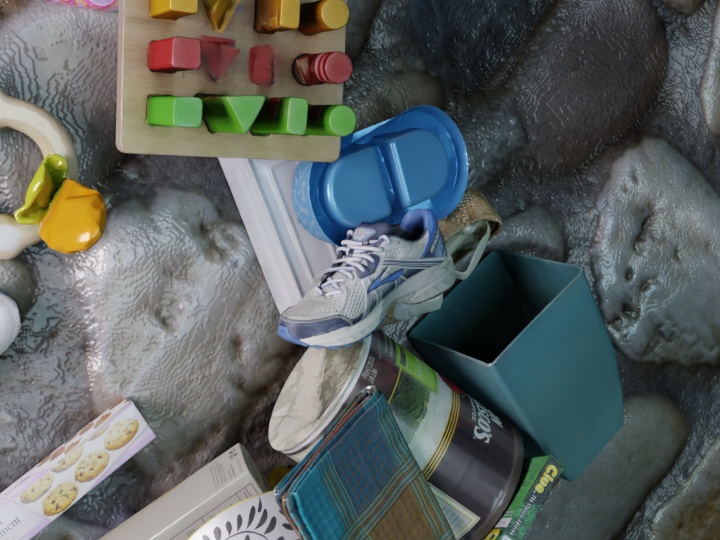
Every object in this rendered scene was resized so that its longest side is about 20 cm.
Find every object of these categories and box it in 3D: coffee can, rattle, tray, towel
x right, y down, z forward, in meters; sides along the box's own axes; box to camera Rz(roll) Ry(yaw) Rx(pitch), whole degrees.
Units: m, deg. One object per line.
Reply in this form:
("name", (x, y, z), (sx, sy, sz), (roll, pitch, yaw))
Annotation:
("coffee can", (0.033, 0.156, 1.003), (0.199, 0.146, 0.147), (36, 77, -18))
("rattle", (-0.297, -0.100, 0.829), (0.129, 0.143, 0.202), (-29, 114, -4))
("tray", (-0.057, -0.050, 1.022), (0.107, 0.022, 0.202), (-28, 106, -25))
("towel", (0.019, 0.216, 0.882), (0.147, 0.022, 0.202), (-45, 113, -44))

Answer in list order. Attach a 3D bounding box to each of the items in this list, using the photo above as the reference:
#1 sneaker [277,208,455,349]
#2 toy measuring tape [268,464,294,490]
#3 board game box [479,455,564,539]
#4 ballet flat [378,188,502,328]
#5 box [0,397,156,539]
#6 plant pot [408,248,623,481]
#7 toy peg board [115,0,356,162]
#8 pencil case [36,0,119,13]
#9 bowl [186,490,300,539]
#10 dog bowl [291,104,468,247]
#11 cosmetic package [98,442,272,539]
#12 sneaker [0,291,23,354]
("sneaker", (0.000, 0.000, 0.952), (0.199, 0.077, 0.086), (-29, 121, -36))
("toy measuring tape", (-0.023, 0.260, 1.039), (0.073, 0.073, 0.201), (-41, 112, -19))
("board game box", (0.128, 0.233, 1.042), (0.023, 0.200, 0.105), (39, 73, -3))
("ballet flat", (0.070, -0.002, 1.061), (0.200, 0.065, 0.071), (-47, 152, -15))
("box", (-0.268, 0.188, 0.918), (0.199, 0.039, 0.042), (-38, 109, -20))
("plant pot", (0.178, 0.109, 1.097), (0.141, 0.141, 0.201), (-41, 117, -19))
("toy peg board", (-0.087, -0.191, 0.862), (0.197, 0.098, 0.202), (0, 98, -27))
("pencil case", (-0.181, -0.259, 0.904), (0.197, 0.087, 0.089), (1, 93, -27))
("bowl", (-0.063, 0.290, 0.882), (0.198, 0.094, 0.203), (-11, 121, -19))
("dog bowl", (0.018, -0.089, 1.028), (0.198, 0.049, 0.113), (-24, 104, -34))
("cosmetic package", (-0.158, 0.257, 0.935), (0.199, 0.071, 0.106), (-32, 107, -5))
("sneaker", (-0.360, 0.066, 0.835), (0.198, 0.086, 0.076), (-19, 101, -27))
